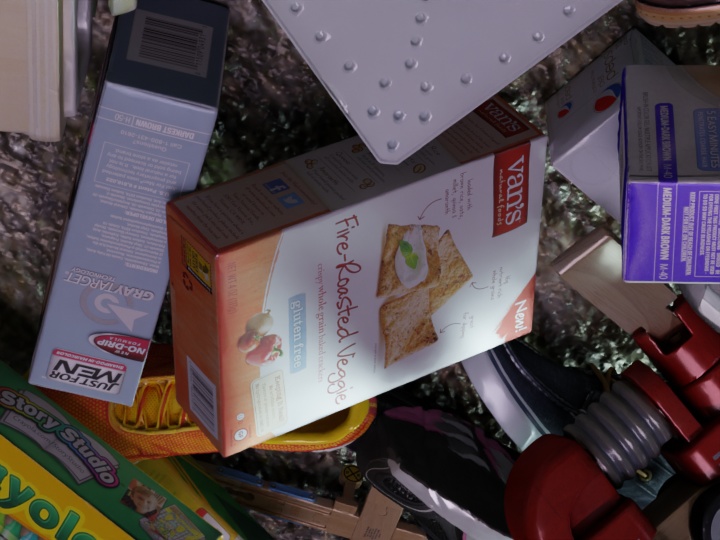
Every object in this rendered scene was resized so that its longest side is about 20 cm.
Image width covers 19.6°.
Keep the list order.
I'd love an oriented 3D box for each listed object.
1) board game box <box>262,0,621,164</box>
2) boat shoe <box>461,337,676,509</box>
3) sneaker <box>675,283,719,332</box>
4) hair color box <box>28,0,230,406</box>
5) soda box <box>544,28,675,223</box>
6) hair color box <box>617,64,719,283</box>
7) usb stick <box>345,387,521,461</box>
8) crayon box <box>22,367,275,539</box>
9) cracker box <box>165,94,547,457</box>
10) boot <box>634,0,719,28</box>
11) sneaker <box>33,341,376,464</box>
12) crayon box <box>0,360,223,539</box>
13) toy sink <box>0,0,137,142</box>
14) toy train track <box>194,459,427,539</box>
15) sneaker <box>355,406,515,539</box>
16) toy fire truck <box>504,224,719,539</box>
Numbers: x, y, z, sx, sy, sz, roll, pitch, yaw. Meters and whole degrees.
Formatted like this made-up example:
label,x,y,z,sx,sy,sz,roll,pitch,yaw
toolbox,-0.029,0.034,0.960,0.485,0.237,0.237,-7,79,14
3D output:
label,x,y,z,sx,sy,sz,roll,pitch,yaw
board game box,0.038,-0.181,0.990,0.200,0.026,0.200,-36,121,2
boat shoe,0.144,0.079,1.205,0.091,0.071,0.200,-37,121,16
sneaker,0.254,0.000,1.058,0.200,0.075,0.116,27,122,-30
hair color box,-0.122,-0.038,1.095,0.061,0.099,0.200,13,126,-9
soda box,0.190,-0.035,1.113,0.200,0.064,0.068,38,119,-24
hair color box,0.224,-0.047,0.989,0.200,0.109,0.065,2,126,5
usb stick,0.076,0.126,1.258,0.200,0.033,0.055,29,129,-20
crayon box,-0.146,0.154,1.219,0.200,0.051,0.127,45,100,1
cracker box,0.000,0.000,1.088,0.200,0.058,0.134,-22,133,-26
boot,0.199,-0.218,0.972,0.200,0.072,0.167,-24,115,6
sneaker,-0.092,0.069,1.155,0.200,0.073,0.077,-5,170,2
crayon box,-0.199,0.154,1.154,0.200,0.058,0.173,37,122,7
toy sink,-0.180,-0.142,0.999,0.200,0.130,0.112,3,127,-3
toy train track,-0.031,0.137,1.272,0.200,0.033,0.115,17,135,-4
sneaker,0.071,0.162,1.215,0.200,0.080,0.086,36,119,-20
toy fire truck,0.143,0.081,1.116,0.176,0.129,0.200,-39,95,-5
